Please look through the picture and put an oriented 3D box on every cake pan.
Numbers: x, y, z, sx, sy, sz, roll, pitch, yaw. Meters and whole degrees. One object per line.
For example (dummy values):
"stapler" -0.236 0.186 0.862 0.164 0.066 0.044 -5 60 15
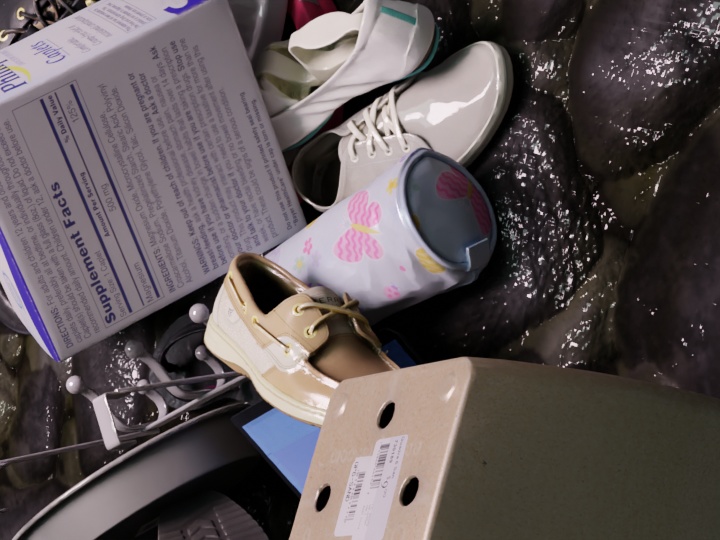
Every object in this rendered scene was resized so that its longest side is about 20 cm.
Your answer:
"cake pan" -0.154 0.162 1.242 0.200 0.200 0.037 -42 75 39

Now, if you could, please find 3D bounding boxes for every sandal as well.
"sandal" -0.109 0.066 1.306 0.200 0.048 0.076 -5 80 51

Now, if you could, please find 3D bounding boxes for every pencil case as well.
"pencil case" 0.000 0.000 1.154 0.200 0.083 0.091 -35 66 43

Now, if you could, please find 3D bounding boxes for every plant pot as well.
"plant pot" 0.071 0.144 0.901 0.200 0.176 0.201 -16 52 58

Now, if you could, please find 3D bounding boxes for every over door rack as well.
"over door rack" -0.158 0.085 1.191 0.147 0.200 0.067 -30 87 35

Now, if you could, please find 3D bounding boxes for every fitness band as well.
"fitness band" -0.063 -0.142 1.302 0.144 0.037 0.201 -54 45 34

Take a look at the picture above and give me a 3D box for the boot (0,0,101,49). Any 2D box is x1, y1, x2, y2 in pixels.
"boot" -0.239 -0.153 1.219 0.154 0.073 0.204 -42 16 39

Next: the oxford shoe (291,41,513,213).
"oxford shoe" 0.024 -0.089 1.161 0.200 0.057 0.076 -31 56 42

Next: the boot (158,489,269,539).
"boot" -0.076 0.259 1.174 0.139 0.077 0.201 87 158 -48

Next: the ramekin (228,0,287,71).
"ramekin" -0.149 -0.193 1.309 0.200 0.104 0.202 -22 63 53

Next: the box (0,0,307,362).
"box" -0.164 -0.074 1.173 0.105 0.199 0.185 34 148 56

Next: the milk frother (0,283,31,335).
"milk frother" -0.219 -0.062 1.417 0.189 0.200 0.180 55 138 4

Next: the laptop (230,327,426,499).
"laptop" 0.007 0.167 1.094 0.177 0.103 0.201 -32 49 45

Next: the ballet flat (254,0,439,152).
"ballet flat" -0.030 -0.136 1.169 0.199 0.069 0.070 -23 66 49

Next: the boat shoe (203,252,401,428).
"boat shoe" -0.031 0.042 1.051 0.199 0.074 0.067 26 112 48
